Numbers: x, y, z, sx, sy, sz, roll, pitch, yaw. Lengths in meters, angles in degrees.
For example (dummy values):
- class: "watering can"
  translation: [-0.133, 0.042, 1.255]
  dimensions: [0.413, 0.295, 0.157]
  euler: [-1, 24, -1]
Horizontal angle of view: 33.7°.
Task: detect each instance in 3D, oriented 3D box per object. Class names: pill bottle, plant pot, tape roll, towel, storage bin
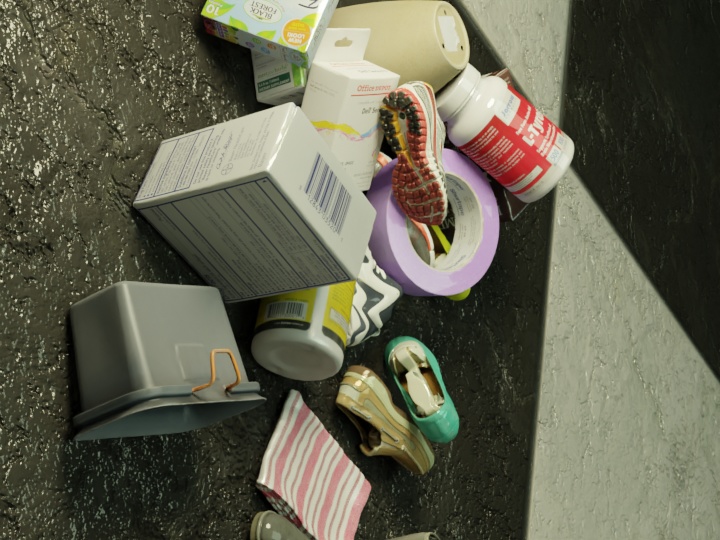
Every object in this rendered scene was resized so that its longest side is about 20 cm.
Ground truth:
- class: "pill bottle"
  translation: [-0.062, 0.021, 1.460]
  dimensions: [0.114, 0.113, 0.203]
  euler: [43, 47, -43]
- class: "pill bottle"
  translation: [0.194, -0.196, 1.662]
  dimensions: [0.199, 0.112, 0.113]
  euler: [37, 47, -17]
- class: "plant pot"
  translation: [0.043, -0.294, 1.641]
  dimensions: [0.186, 0.198, 0.191]
  euler: [24, 60, -49]
- class: "tape roll"
  translation: [0.100, -0.066, 1.665]
  dimensions: [0.197, 0.065, 0.204]
  euler: [1, 89, -34]
- class: "towel"
  translation: [-0.052, 0.263, 1.473]
  dimensions: [0.201, 0.030, 0.148]
  euler: [56, 34, -33]
- class: "storage bin"
  translation: [-0.199, 0.085, 1.212]
  dimensions: [0.199, 0.144, 0.137]
  euler: [4, 67, -57]

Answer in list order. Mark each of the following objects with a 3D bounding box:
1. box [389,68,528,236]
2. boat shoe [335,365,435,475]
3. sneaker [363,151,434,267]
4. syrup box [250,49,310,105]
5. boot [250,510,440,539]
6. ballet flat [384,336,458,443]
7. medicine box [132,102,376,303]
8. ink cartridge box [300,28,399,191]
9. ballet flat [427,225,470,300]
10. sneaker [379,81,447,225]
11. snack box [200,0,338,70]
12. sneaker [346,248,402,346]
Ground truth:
- class: "box"
  translation: [0.161, -0.179, 1.831]
  dimensions: [0.164, 0.164, 0.203]
  euler: [-40, 113, -56]
- class: "boat shoe"
  translation: [0.026, 0.219, 1.597]
  dimensions: [0.201, 0.071, 0.077]
  euler: [51, 55, -27]
- class: "sneaker"
  translation: [0.035, -0.066, 1.702]
  dimensions: [0.082, 0.076, 0.202]
  euler: [-38, 108, -35]
- class: "syrup box"
  translation: [-0.096, -0.323, 1.546]
  dimensions: [0.081, 0.078, 0.204]
  euler: [-1, 81, -57]
- class: "boot"
  translation: [-0.007, 0.330, 1.369]
  dimensions: [0.183, 0.197, 0.073]
  euler: [53, 39, -35]
- class: "ballet flat"
  translation: [0.077, 0.144, 1.613]
  dimensions: [0.071, 0.067, 0.201]
  euler: [59, 2, -45]
- class: "medicine box"
  translation: [-0.115, -0.069, 1.321]
  dimensions: [0.183, 0.197, 0.104]
  euler: [50, 44, -37]
- class: "ink cartridge box"
  translation: [-0.018, -0.203, 1.524]
  dimensions: [0.116, 0.067, 0.203]
  euler: [-16, 127, -53]
- class: "ballet flat"
  translation: [0.100, -0.033, 1.782]
  dimensions: [0.202, 0.066, 0.067]
  euler: [63, 27, -13]
- class: "sneaker"
  translation: [0.086, -0.152, 1.562]
  dimensions: [0.082, 0.077, 0.203]
  euler: [-42, 132, -46]
- class: "snack box"
  translation: [-0.091, -0.364, 1.457]
  dimensions: [0.053, 0.140, 0.203]
  euler: [80, 31, -73]
- class: "sneaker"
  translation: [0.000, 0.000, 1.600]
  dimensions: [0.129, 0.078, 0.203]
  euler: [6, 76, -58]
